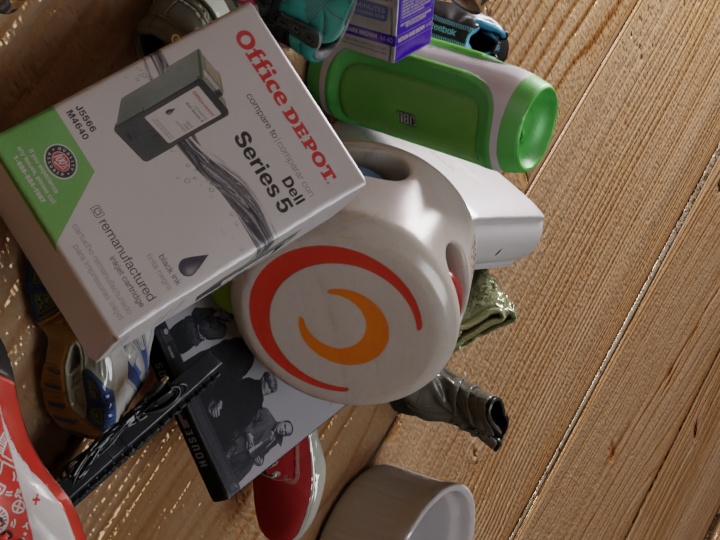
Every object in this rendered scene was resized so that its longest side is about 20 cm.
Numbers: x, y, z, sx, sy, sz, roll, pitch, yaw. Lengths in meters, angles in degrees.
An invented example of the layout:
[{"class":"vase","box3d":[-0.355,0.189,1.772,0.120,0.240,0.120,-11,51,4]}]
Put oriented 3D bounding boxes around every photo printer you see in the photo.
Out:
[{"class":"photo printer","box3d":[0.057,-0.068,1.455,0.070,0.166,0.200,-57,157,19]}]

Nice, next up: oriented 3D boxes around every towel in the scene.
[{"class":"towel","box3d":[0.057,0.037,1.482,0.200,0.147,0.037,-110,175,-74]}]

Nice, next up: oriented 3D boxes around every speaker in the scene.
[{"class":"speaker","box3d":[0.057,-0.143,1.356,0.088,0.199,0.089,-42,142,-44]}]

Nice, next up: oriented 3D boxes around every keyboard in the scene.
[{"class":"keyboard","box3d":[-0.175,0.129,1.189,0.200,0.021,0.127,-43,172,-14]}]

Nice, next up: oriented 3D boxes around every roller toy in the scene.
[{"class":"roller toy","box3d":[0.000,0.000,1.306,0.182,0.200,0.140,-40,-162,34]}]

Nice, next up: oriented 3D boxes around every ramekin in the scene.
[{"class":"ramekin","box3d":[0.031,0.301,1.731,0.200,0.097,0.202,-43,143,-44]}]

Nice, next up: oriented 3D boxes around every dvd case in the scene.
[{"class":"dvd case","box3d":[-0.084,0.075,1.352,0.200,0.025,0.151,-34,104,-50]}]

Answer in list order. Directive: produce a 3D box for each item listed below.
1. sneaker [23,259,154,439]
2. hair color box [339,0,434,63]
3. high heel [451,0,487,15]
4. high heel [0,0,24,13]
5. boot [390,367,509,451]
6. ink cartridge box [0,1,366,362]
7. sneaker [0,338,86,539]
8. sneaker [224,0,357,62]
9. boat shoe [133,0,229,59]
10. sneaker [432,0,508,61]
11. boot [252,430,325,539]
[{"class":"sneaker","box3d":[-0.183,0.021,1.168,0.088,0.075,0.201,-52,158,-48]},{"class":"hair color box","box3d":[0.002,-0.271,1.264,0.065,0.109,0.201,-34,136,-49]},{"class":"high heel","box3d":[0.027,-0.219,1.173,0.199,0.071,0.144,-33,126,-33]},{"class":"high heel","box3d":[-0.155,-0.229,1.010,0.142,0.071,0.202,31,71,-57]},{"class":"boot","box3d":[0.083,0.111,1.662,0.068,0.130,0.200,-62,153,-16]},{"class":"ink cartridge box","box3d":[-0.120,-0.059,1.061,0.199,0.146,0.084,-33,179,-23]},{"class":"sneaker","box3d":[-0.248,0.139,1.039,0.108,0.067,0.203,-24,94,-51]},{"class":"sneaker","box3d":[-0.059,-0.211,1.174,0.084,0.120,0.200,-65,153,-9]},{"class":"boat shoe","box3d":[-0.113,-0.115,1.198,0.060,0.072,0.203,-51,142,-33]},{"class":"sneaker","box3d":[0.101,-0.204,1.533,0.200,0.081,0.074,-4,110,-63]},{"class":"boot","box3d":[-0.093,0.156,1.427,0.144,0.072,0.202,-23,120,-56]}]
